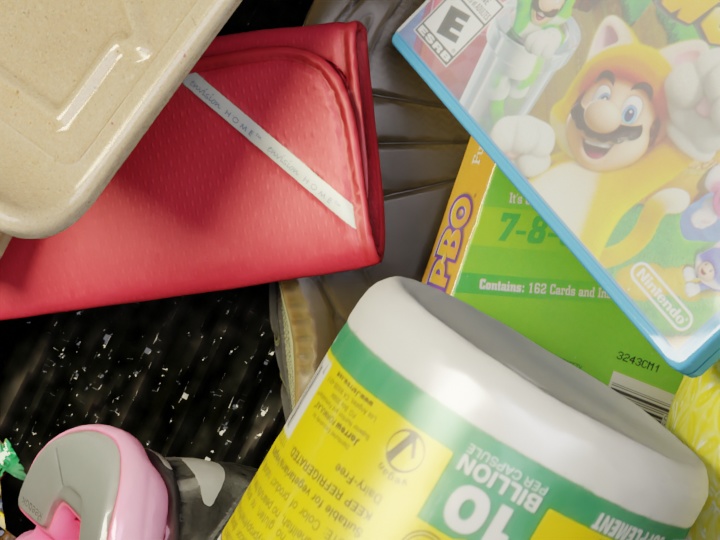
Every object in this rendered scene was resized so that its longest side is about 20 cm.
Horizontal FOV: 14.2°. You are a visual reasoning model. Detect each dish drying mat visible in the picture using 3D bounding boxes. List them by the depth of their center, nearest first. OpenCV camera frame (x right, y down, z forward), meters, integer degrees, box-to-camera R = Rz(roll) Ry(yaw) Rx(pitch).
[{"bbox_3d":[-0.090,-0.026,0.886,0.199,0.018,0.077,-7,88,20],"label":"dish drying mat"}]

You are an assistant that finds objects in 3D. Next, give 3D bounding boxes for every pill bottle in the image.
[{"bbox_3d":[0.002,0.113,0.810,0.113,0.113,0.200,30,96,-6],"label":"pill bottle"}]

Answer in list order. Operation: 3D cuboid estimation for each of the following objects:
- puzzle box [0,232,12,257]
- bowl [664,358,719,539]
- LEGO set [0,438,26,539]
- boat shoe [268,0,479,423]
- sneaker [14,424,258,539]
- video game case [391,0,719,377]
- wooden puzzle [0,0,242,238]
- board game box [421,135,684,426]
[{"bbox_3d":[-0.124,-0.106,0.895,0.133,0.025,0.200,25,82,27],"label":"puzzle box"},{"bbox_3d":[0.138,0.098,0.856,0.107,0.200,0.201,-24,90,-3],"label":"bowl"},{"bbox_3d":[-0.199,0.096,0.855,0.200,0.116,0.154,-42,94,-7],"label":"LEGO set"},{"bbox_3d":[0.000,0.000,0.912,0.073,0.065,0.201,3,94,-13],"label":"boat shoe"},{"bbox_3d":[-0.067,0.145,0.890,0.095,0.079,0.201,4,109,-37],"label":"sneaker"},{"bbox_3d":[0.121,-0.088,0.825,0.200,0.018,0.143,-44,63,10],"label":"video game case"},{"bbox_3d":[-0.092,-0.123,0.851,0.185,0.046,0.200,35,82,28],"label":"wooden puzzle"},{"bbox_3d":[0.078,-0.031,0.894,0.095,0.030,0.201,21,88,-29],"label":"board game box"}]
